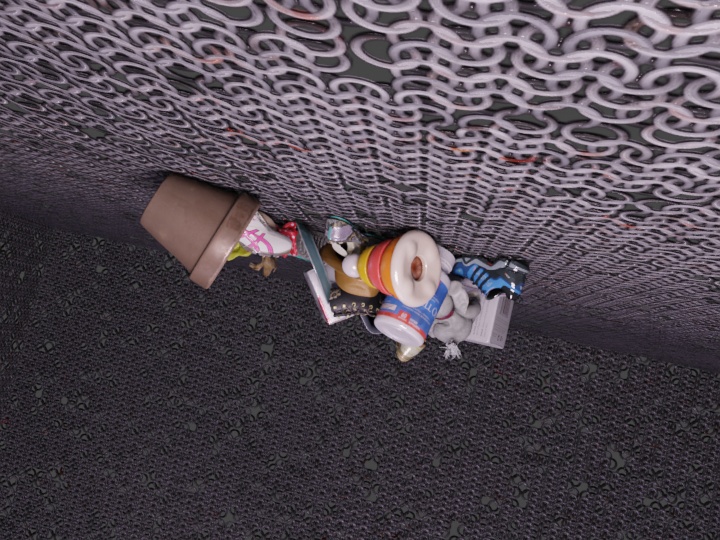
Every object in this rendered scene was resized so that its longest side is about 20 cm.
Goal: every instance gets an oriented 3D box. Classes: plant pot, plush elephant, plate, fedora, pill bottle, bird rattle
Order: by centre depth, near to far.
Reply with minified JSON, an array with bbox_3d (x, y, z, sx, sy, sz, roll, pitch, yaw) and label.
[{"bbox_3d":[-0.312,-0.091,1.244,0.175,0.200,0.200,32,170,-12],"label":"plant pot"},{"bbox_3d":[0.118,0.046,1.353,0.112,0.200,0.112,24,161,9],"label":"pill bottle"},{"bbox_3d":[0.000,0.000,1.451,0.200,0.082,0.201,8,-153,-4],"label":"fedora"},{"bbox_3d":[-0.099,-0.022,1.459,0.026,0.200,0.200,-22,176,-4],"label":"plate"},{"bbox_3d":[0.182,0.082,1.469,0.165,0.155,0.200,-17,-150,13],"label":"plush elephant"},{"bbox_3d":[-0.241,-0.086,1.484,0.200,0.113,0.163,6,155,29],"label":"bird rattle"}]

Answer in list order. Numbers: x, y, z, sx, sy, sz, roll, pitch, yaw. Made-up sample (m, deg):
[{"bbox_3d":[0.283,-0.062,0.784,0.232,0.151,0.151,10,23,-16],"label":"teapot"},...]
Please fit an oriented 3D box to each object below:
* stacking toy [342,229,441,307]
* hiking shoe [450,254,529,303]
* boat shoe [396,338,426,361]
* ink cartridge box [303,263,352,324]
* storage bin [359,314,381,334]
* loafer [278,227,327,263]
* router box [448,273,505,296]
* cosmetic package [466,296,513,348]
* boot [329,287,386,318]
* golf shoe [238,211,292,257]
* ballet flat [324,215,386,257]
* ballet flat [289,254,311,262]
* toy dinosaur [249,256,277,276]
[{"bbox_3d":[0.045,-0.006,1.290,0.200,0.146,0.146,3,169,43],"label":"stacking toy"},{"bbox_3d":[0.259,0.017,1.388,0.074,0.087,0.200,17,173,-37],"label":"hiking shoe"},{"bbox_3d":[0.107,0.163,1.512,0.073,0.063,0.200,40,-177,5],"label":"boat shoe"},{"bbox_3d":[-0.079,0.054,1.685,0.083,0.145,0.200,-23,-178,-7],"label":"ink cartridge box"},{"bbox_3d":[0.040,0.035,1.629,0.145,0.200,0.134,-25,-170,-5],"label":"storage bin"},{"bbox_3d":[-0.139,-0.068,1.592,0.200,0.075,0.070,15,-172,7],"label":"loafer"},{"bbox_3d":[0.255,0.019,1.615,0.200,0.049,0.179,14,174,-8],"label":"router box"},{"bbox_3d":[0.301,0.112,1.827,0.200,0.165,0.165,10,172,28],"label":"cosmetic package"},{"bbox_3d":[0.012,0.091,1.476,0.154,0.074,0.204,-13,-142,-1],"label":"boot"},{"bbox_3d":[-0.232,-0.091,1.388,0.200,0.092,0.073,19,-156,-19],"label":"golf shoe"},{"bbox_3d":[-0.013,-0.057,1.375,0.072,0.072,0.200,9,173,34],"label":"ballet flat"},{"bbox_3d":[-0.184,-0.073,1.694,0.200,0.067,0.070,13,150,-8],"label":"ballet flat"},{"bbox_3d":[-0.279,-0.031,2.043,0.058,0.101,0.200,17,173,-31],"label":"toy dinosaur"}]
